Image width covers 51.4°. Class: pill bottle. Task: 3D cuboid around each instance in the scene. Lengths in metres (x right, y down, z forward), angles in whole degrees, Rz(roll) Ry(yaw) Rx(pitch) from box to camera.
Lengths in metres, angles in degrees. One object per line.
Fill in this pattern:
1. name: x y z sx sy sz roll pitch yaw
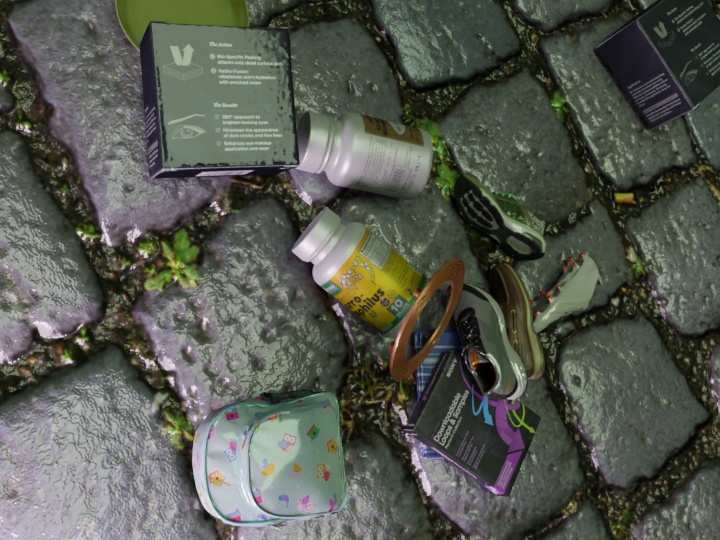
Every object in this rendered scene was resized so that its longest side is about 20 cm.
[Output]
1. pill bottle: 0.002 -0.182 1.162 0.199 0.114 0.115 9 75 -21
2. pill bottle: 0.000 0.000 1.122 0.200 0.113 0.113 39 67 -11

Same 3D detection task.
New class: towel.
1. towel: 0.151 0.194 1.196 0.144 0.024 0.201 2 79 -25

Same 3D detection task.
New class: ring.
1. ring: 0.095 0.070 1.093 0.019 0.201 0.201 29 64 22

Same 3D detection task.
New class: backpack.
1. backpack: -0.120 0.252 0.999 0.199 0.153 0.177 -3 85 -16

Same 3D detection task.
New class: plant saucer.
1. plant saucer: -0.270 -0.389 1.140 0.199 0.031 0.201 4 78 -21

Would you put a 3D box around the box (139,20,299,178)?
1. box: -0.202 -0.237 1.069 0.195 0.117 0.201 -5 93 -24

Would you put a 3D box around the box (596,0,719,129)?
1. box: 0.604 -0.420 1.456 0.196 0.117 0.200 -38 95 -25

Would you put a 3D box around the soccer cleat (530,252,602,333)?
1. soccer cleat: 0.351 0.052 1.285 0.200 0.069 0.078 -43 101 -27

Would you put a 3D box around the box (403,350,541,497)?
1. box: 0.178 0.239 1.168 0.200 0.036 0.143 36 67 -14

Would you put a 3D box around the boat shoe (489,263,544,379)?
1. boat shoe: 0.240 0.081 1.218 0.067 0.072 0.201 -6 67 -12

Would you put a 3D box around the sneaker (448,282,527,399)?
1. sneaker: 0.187 0.107 1.159 0.079 0.074 0.201 -2 59 -41

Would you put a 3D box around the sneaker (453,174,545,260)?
1. sneaker: 0.241 -0.104 1.278 0.200 0.077 0.089 39 54 -16
